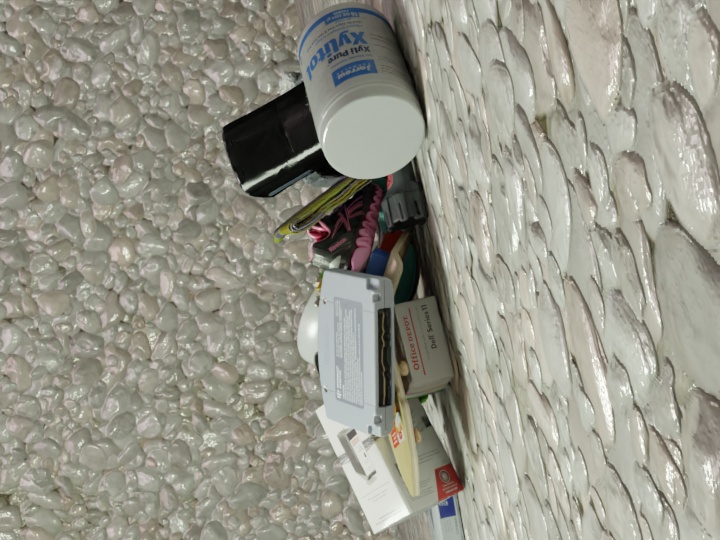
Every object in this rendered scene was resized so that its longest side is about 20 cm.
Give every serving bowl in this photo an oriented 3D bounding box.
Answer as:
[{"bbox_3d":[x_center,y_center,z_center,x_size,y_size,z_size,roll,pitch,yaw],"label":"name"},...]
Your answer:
[{"bbox_3d":[-0.013,0.077,1.824,0.066,0.200,0.201,32,149,29],"label":"serving bowl"}]

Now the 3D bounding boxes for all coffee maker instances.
[{"bbox_3d":[-0.096,-0.201,1.589,0.192,0.199,0.136,29,-137,-49],"label":"coffee maker"}]

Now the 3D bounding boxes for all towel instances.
[{"bbox_3d":[-0.054,-0.088,1.532,0.023,0.143,0.200,53,168,-6],"label":"towel"}]

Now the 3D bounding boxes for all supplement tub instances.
[{"bbox_3d":[-0.002,-0.225,1.385,0.133,0.131,0.201,83,174,-46],"label":"supplement tub"}]

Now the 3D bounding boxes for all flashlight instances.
[{"bbox_3d":[0.036,-0.151,1.503,0.068,0.067,0.202,97,163,-74],"label":"flashlight"}]

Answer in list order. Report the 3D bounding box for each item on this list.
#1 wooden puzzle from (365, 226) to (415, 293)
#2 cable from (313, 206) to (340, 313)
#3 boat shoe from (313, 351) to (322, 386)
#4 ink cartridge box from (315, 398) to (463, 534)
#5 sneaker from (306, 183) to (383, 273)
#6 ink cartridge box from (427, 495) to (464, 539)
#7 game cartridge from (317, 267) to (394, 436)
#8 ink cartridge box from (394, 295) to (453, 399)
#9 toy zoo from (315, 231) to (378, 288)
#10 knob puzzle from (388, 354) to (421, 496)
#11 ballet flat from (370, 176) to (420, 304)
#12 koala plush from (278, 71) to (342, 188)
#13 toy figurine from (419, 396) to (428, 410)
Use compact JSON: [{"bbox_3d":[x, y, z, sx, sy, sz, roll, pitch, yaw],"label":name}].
[{"bbox_3d":[0.023,0.028,1.533,0.200,0.046,0.187,-69,-2,-68],"label":"wooden puzzle"},{"bbox_3d":[-0.018,-0.007,1.596,0.097,0.050,0.201,41,-128,-38],"label":"cable"},{"bbox_3d":[-0.027,0.214,1.730,0.067,0.057,0.202,-33,65,40],"label":"boat shoe"},{"bbox_3d":[0.043,0.261,1.640,0.146,0.083,0.201,-7,-115,-53],"label":"ink cartridge box"},{"bbox_3d":[-0.023,-0.062,1.547,0.201,0.094,0.080,-76,-2,-53],"label":"sneaker"},{"bbox_3d":[0.131,0.389,1.861,0.200,0.040,0.202,-123,22,-80],"label":"ink cartridge box"},{"bbox_3d":[-0.007,0.101,1.439,0.133,0.040,0.202,10,104,51],"label":"game cartridge"},{"bbox_3d":[0.082,0.108,1.569,0.200,0.067,0.118,96,160,-77],"label":"ink cartridge box"},{"bbox_3d":[0.000,0.000,1.700,0.201,0.020,0.132,-58,-38,-40],"label":"toy zoo"},{"bbox_3d":[0.058,0.197,1.487,0.220,0.030,0.222,168,90,-82],"label":"knob puzzle"},{"bbox_3d":[0.057,-0.051,1.658,0.064,0.067,0.202,-29,-69,-65],"label":"ballet flat"},{"bbox_3d":[-0.052,-0.254,1.815,0.184,0.176,0.202,58,-166,-65],"label":"koala plush"},{"bbox_3d":[0.056,0.138,1.804,0.200,0.149,0.186,-25,-52,-56],"label":"toy figurine"}]
